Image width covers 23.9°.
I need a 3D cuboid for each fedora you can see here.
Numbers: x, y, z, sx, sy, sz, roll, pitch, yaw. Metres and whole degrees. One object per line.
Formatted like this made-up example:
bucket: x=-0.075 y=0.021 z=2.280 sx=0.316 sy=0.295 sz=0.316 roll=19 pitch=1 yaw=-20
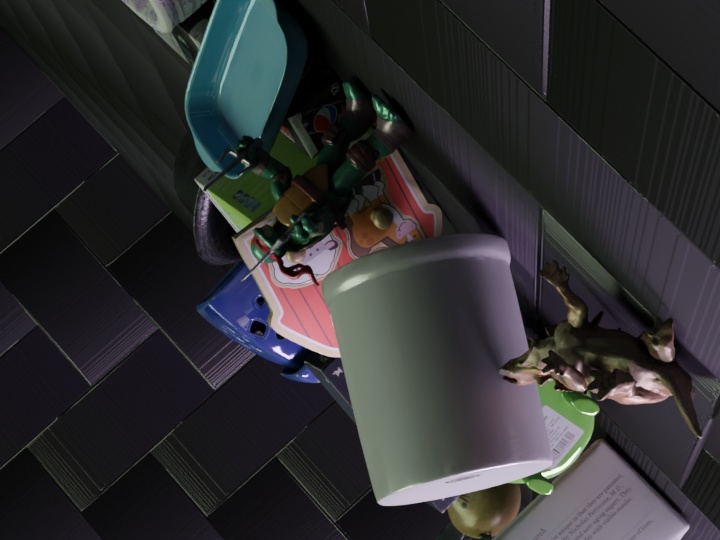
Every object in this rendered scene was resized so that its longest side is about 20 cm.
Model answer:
fedora: x=-0.145 y=-0.108 z=1.843 sx=0.091 sy=0.201 sz=0.201 roll=29 pitch=164 yaw=26

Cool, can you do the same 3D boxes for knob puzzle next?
knob puzzle: x=0.000 y=0.000 z=1.591 sx=0.220 sy=0.220 sz=0.030 roll=53 pitch=170 yaw=-29

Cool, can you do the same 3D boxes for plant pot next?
plant pot: x=-0.079 y=0.036 z=2.205 sx=0.180 sy=0.200 sz=0.200 roll=43 pitch=172 yaw=-5

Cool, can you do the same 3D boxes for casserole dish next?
casserole dish: x=-0.103 y=-0.178 z=1.567 sx=0.121 sy=0.039 sz=0.200 roll=52 pitch=136 yaw=30

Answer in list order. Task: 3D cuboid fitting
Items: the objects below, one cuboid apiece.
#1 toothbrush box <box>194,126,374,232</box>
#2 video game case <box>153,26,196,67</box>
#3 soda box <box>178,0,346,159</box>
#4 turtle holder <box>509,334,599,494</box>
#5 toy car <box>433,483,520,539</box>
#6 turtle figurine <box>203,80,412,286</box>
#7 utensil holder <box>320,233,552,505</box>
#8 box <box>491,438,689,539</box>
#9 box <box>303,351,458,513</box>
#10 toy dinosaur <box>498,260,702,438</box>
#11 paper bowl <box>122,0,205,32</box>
toothbrush box: x=-0.056 y=-0.085 z=1.680 sx=0.086 sy=0.146 sz=0.200 roll=53 pitch=170 yaw=-31
video game case: x=-0.215 y=-0.295 z=1.981 sx=0.182 sy=0.023 sz=0.200 roll=44 pitch=170 yaw=30
soda box: x=-0.092 y=-0.194 z=1.652 sx=0.200 sy=0.063 sz=0.071 roll=41 pitch=169 yaw=39
turtle holder: x=0.127 y=0.122 z=1.626 sx=0.132 sy=0.185 sz=0.141 roll=-106 pitch=22 yaw=-69
toy car: x=0.126 y=0.249 z=1.949 sx=0.157 sy=0.201 sz=0.164 roll=13 pitch=-176 yaw=-29
turtle figurine: x=-0.050 y=-0.073 z=1.498 sx=0.150 sy=0.200 sz=0.101 roll=39 pitch=173 yaw=39
utensil holder: x=0.068 y=0.089 z=1.477 sx=0.170 sy=0.169 sz=0.201 roll=87 pitch=171 yaw=-77
box: x=0.226 y=0.304 z=1.794 sx=0.131 sy=0.200 sz=0.199 roll=46 pitch=172 yaw=16
box: x=0.077 y=0.112 z=1.760 sx=0.200 sy=0.182 sz=0.104 roll=51 pitch=171 yaw=-8
toy dinosaur: x=0.199 y=0.073 z=1.324 sx=0.200 sy=0.086 sz=0.136 roll=24 pitch=170 yaw=32
paper bowl: x=-0.200 y=-0.318 z=1.509 sx=0.201 sy=0.104 sz=0.201 roll=47 pitch=171 yaw=10
